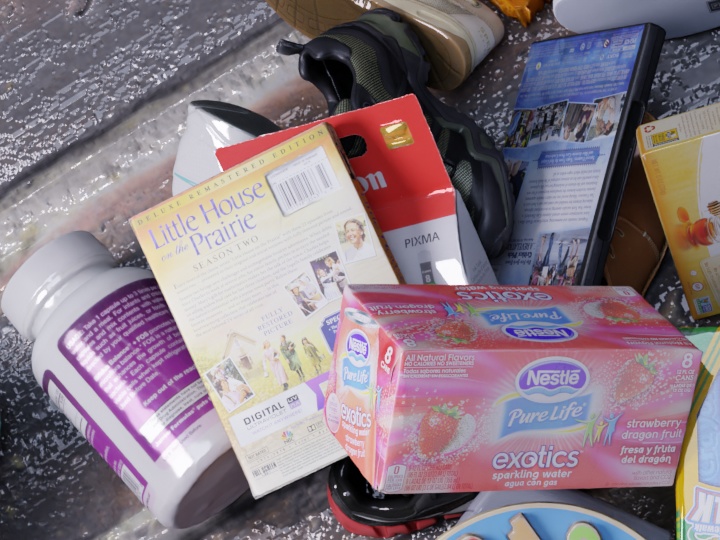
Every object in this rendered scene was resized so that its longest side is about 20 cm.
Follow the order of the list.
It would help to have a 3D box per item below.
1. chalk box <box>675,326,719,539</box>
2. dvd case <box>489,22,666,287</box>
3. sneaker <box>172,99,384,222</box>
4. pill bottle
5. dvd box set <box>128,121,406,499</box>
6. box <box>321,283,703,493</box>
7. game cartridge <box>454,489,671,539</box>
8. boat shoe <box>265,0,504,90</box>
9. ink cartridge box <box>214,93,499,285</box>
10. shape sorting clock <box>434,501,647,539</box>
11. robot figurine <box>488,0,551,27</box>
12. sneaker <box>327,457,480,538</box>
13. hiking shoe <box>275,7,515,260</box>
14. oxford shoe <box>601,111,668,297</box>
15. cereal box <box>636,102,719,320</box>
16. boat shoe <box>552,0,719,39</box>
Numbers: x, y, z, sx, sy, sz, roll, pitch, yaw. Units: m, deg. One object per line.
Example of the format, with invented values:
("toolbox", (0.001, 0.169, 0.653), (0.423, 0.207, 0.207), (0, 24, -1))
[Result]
("chalk box", (0.263, 0.141, 1.466), (0.124, 0.124, 0.200), (-2, 76, 14))
("dvd case", (0.132, -0.062, 1.551), (0.018, 0.143, 0.200), (20, 80, -27))
("sneaker", (-0.039, -0.043, 1.596), (0.200, 0.070, 0.080), (27, 106, 17))
("pill bottle", (-0.151, 0.069, 1.593), (0.112, 0.112, 0.200), (-44, 72, 1))
("dvd box set", (-0.043, 0.026, 1.499), (0.146, 0.029, 0.200), (-27, 85, 9))
("box", (0.090, 0.070, 1.412), (0.200, 0.103, 0.095), (1, 113, -22))
("game cartridge", (0.098, 0.230, 1.479), (0.133, 0.042, 0.200), (25, 82, -8))
("boat shoe", (0.007, -0.194, 1.643), (0.200, 0.072, 0.065), (29, 50, 23))
("ink cartridge box", (0.000, 0.000, 1.532), (0.161, 0.050, 0.200), (-14, 112, 28))
("shape sorting clock", (0.110, 0.240, 1.430), (0.200, 0.039, 0.200), (0, 91, 3))
("robot figurine", (0.052, -0.256, 1.607), (0.200, 0.145, 0.058), (44, 86, 9))
("sneaker", (0.068, 0.124, 1.533), (0.200, 0.098, 0.071), (-14, 73, 9))
("hiking shoe", (0.021, -0.080, 1.557), (0.101, 0.076, 0.200), (-19, 63, -32))
("oxford shoe", (0.164, -0.018, 1.556), (0.071, 0.071, 0.200), (8, 78, 17))
("cereal box", (0.290, -0.055, 1.499), (0.200, 0.144, 0.040), (-16, 35, 11))
("boat shoe", (0.229, -0.207, 1.587), (0.200, 0.070, 0.066), (-9, 58, 15))
